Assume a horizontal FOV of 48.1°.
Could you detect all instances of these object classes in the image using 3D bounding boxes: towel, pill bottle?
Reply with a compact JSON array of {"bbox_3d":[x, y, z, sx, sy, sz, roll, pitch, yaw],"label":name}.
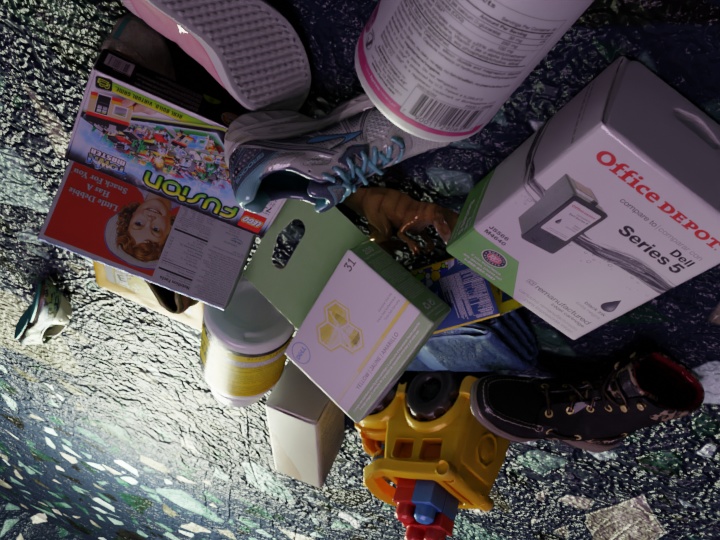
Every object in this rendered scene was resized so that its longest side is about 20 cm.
[{"bbox_3d":[0.085,0.077,0.880,0.200,0.049,0.112,-5,145,36],"label":"towel"},{"bbox_3d":[0.083,-0.182,0.511,0.113,0.113,0.200,32,144,-7],"label":"pill bottle"},{"bbox_3d":[-0.145,0.095,1.013,0.111,0.111,0.200,25,145,4],"label":"pill bottle"}]

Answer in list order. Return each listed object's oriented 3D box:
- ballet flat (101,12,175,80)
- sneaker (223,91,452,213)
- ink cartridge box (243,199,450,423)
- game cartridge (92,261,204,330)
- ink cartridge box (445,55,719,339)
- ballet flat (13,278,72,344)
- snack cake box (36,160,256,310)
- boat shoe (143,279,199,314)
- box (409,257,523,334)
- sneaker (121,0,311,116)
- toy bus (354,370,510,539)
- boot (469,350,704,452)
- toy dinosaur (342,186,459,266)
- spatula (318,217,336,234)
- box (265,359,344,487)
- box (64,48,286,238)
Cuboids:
[{"bbox_3d":[-0.201,-0.152,0.782,0.067,0.062,0.200,12,142,22],"label":"ballet flat"},{"bbox_3d":[-0.014,-0.089,0.673,0.200,0.086,0.078,-10,147,7],"label":"sneaker"},{"bbox_3d":[-0.031,0.026,0.769,0.200,0.048,0.146,41,123,13],"label":"ink cartridge box"},{"bbox_3d":[-0.267,-0.015,1.025,0.176,0.032,0.200,22,145,8],"label":"game cartridge"},{"bbox_3d":[0.186,-0.046,0.638,0.145,0.084,0.200,34,144,-9],"label":"ink cartridge box"},{"bbox_3d":[-0.486,0.067,1.257,0.074,0.074,0.200,38,145,-14],"label":"ballet flat"},{"bbox_3d":[-0.212,-0.047,0.839,0.200,0.115,0.067,22,179,-6],"label":"snack cake box"},{"bbox_3d":[-0.233,-0.044,0.900,0.072,0.068,0.200,-19,111,30],"label":"boat shoe"},{"bbox_3d":[0.056,0.033,0.788,0.200,0.070,0.064,-19,87,36],"label":"box"},{"bbox_3d":[-0.124,-0.208,0.662,0.105,0.075,0.200,39,180,43],"label":"sneaker"},{"bbox_3d":[0.069,0.226,0.959,0.200,0.192,0.136,-8,141,42],"label":"toy bus"},{"bbox_3d":[0.228,0.128,0.815,0.200,0.073,0.151,19,147,-22],"label":"boot"},{"bbox_3d":[0.017,-0.059,0.778,0.200,0.060,0.106,20,131,30],"label":"toy dinosaur"},{"bbox_3d":[0.000,0.000,0.857,0.056,0.021,0.200,7,156,26],"label":"spatula"},{"bbox_3d":[-0.073,0.213,1.132,0.078,0.095,0.200,19,142,13],"label":"box"},{"bbox_3d":[-0.158,-0.111,0.745,0.200,0.035,0.110,22,133,-17],"label":"box"}]
